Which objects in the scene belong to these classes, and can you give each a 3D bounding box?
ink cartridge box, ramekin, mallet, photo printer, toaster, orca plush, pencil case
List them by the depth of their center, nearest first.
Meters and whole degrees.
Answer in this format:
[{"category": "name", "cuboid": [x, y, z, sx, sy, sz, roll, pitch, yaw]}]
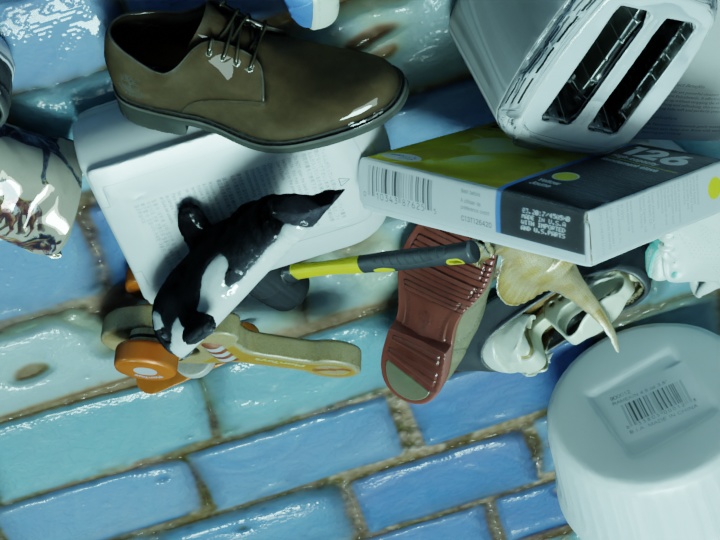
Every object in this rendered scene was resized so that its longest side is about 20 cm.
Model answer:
[{"category": "toaster", "cuboid": [0.145, -0.168, 1.096, 0.113, 0.129, 0.200, 10, 134, -29]}, {"category": "pencil case", "cuboid": [-0.273, -0.063, 1.120, 0.199, 0.078, 0.090, 14, 115, -31]}, {"category": "orca plush", "cuboid": [-0.096, -0.013, 1.131, 0.071, 0.105, 0.200, 42, 150, -5]}, {"category": "ink cartridge box", "cuboid": [0.138, -0.063, 1.154, 0.200, 0.197, 0.047, -22, 115, -40]}, {"category": "photo printer", "cuboid": [-0.078, -0.068, 1.187, 0.199, 0.070, 0.167, -18, 141, 1]}, {"category": "mallet", "cuboid": [0.000, 0.000, 1.260, 0.199, 0.041, 0.066, -2, 155, 26]}, {"category": "ramekin", "cuboid": [0.251, 0.138, 1.444, 0.200, 0.201, 0.098, -20, 133, 5]}]

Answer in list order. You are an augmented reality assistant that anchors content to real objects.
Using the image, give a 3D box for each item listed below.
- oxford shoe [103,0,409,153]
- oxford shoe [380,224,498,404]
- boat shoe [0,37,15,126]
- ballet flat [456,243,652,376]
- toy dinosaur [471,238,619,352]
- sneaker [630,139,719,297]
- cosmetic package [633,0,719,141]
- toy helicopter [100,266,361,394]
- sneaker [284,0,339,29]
[{"category": "oxford shoe", "cuboid": [-0.069, -0.124, 1.070, 0.199, 0.073, 0.085, 5, 146, 15]}, {"category": "oxford shoe", "cuboid": [0.070, 0.007, 1.343, 0.075, 0.070, 0.201, -39, 155, -53]}, {"category": "boat shoe", "cuboid": [-0.299, -0.131, 1.042, 0.200, 0.066, 0.070, 21, 128, -36]}, {"category": "ballet flat", "cuboid": [0.150, 0.040, 1.389, 0.200, 0.073, 0.073, -32, 138, 19]}, {"category": "toy dinosaur", "cuboid": [0.142, -0.014, 1.300, 0.200, 0.058, 0.101, 27, 94, -44]}, {"category": "sneaker", "cuboid": [0.244, -0.033, 1.320, 0.088, 0.075, 0.200, -42, 136, 11]}, {"category": "cosmetic package", "cuboid": [0.246, -0.183, 1.148, 0.107, 0.085, 0.200, 1, 137, -20]}, {"category": "toy helicopter", "cuboid": [-0.099, 0.061, 1.321, 0.199, 0.079, 0.132, 9, 159, -11]}, {"category": "sneaker", "cuboid": [-0.086, -0.211, 1.008, 0.111, 0.077, 0.200, -22, 136, -2]}]
